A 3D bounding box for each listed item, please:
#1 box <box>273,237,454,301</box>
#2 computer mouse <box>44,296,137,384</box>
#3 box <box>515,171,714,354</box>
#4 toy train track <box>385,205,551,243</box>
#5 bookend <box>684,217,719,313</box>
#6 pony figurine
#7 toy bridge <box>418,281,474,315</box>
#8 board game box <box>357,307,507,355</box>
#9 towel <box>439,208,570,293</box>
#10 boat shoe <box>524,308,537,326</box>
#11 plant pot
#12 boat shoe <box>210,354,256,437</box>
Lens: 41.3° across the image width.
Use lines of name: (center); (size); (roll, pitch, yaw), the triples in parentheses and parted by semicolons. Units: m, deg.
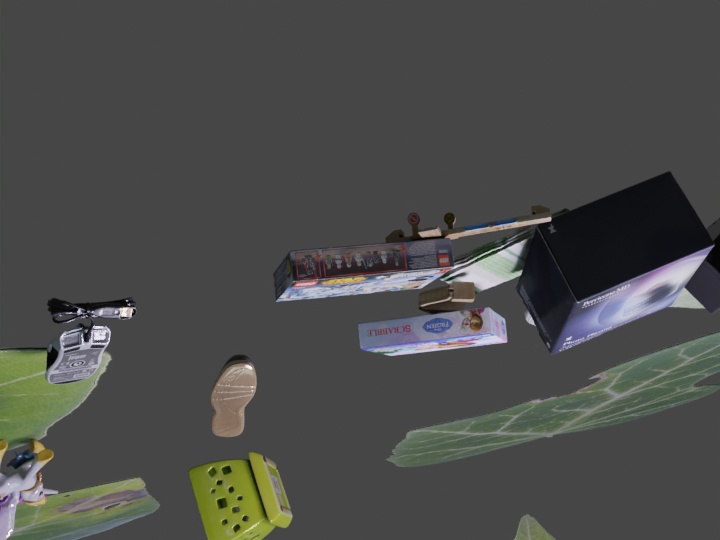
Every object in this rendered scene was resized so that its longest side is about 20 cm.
box: (0.000, 0.000, 1.167); (0.197, 0.040, 0.137); (-5, 170, -15)
computer mouse: (-0.354, 0.083, 1.193); (0.109, 0.044, 0.200); (-6, 153, -35)
box: (0.329, -0.004, 1.267); (0.198, 0.124, 0.199); (-22, 156, -8)
toy train track: (0.127, -0.059, 1.142); (0.197, 0.033, 0.115); (-9, 171, 10)
bookend: (0.517, -0.010, 1.346); (0.200, 0.092, 0.199); (-41, 170, -24)
pony figurine: (-0.624, 0.378, 1.662); (0.191, 0.167, 0.201); (-15, 146, -27)
toy bridge: (0.118, 0.046, 1.395); (0.066, 0.028, 0.200); (2, 170, -3)
board game box: (0.116, 0.096, 1.464); (0.197, 0.042, 0.199); (-8, 171, 15)
towel: (0.217, -0.026, 1.331); (0.198, 0.031, 0.149); (-25, 160, 21)
boat shoe: (0.368, 0.060, 1.593); (0.198, 0.069, 0.072); (-25, 158, 26)
plant pot: (-0.274, 0.540, 2.248); (0.179, 0.201, 0.200); (-22, 160, 1)
boat shoe: (-0.211, 0.195, 1.557); (0.071, 0.065, 0.201); (0, 138, -13)
